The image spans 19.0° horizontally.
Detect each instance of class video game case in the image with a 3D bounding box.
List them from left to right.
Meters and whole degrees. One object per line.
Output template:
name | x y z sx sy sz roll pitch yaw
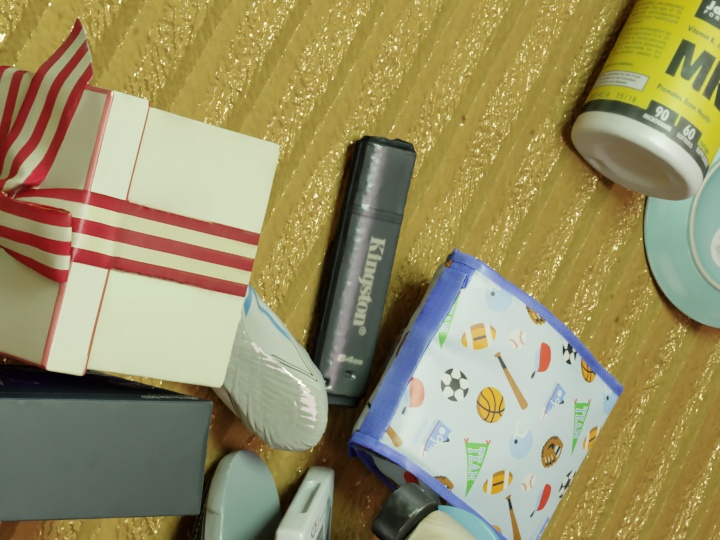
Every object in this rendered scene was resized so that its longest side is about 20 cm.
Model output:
video game case | -0.044 0.257 1.524 0.182 0.023 0.201 -54 148 -79

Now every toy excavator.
toy excavator | 0.042 0.266 1.583 0.195 0.100 0.200 -52 157 2

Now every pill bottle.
pill bottle | 0.261 -0.168 1.740 0.114 0.114 0.201 41 70 -41

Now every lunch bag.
lunch bag | 0.081 0.099 1.620 0.200 0.123 0.171 43 71 -48

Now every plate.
plate | 0.337 -0.045 1.853 0.199 0.026 0.201 -5 105 -21

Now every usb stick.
usb stick | 0.000 0.000 1.579 0.055 0.033 0.201 11 92 -46

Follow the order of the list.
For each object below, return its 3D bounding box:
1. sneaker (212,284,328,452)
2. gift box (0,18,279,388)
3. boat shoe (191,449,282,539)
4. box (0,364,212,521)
sneaker | -0.091 0.040 1.488 0.072 0.073 0.200 -34 112 -2
gift box | -0.181 -0.044 1.298 0.186 0.184 0.201 11 88 -54
boat shoe | -0.113 0.224 1.500 0.071 0.091 0.201 37 46 -43
box | -0.212 0.103 1.319 0.199 0.141 0.079 5 97 -45
